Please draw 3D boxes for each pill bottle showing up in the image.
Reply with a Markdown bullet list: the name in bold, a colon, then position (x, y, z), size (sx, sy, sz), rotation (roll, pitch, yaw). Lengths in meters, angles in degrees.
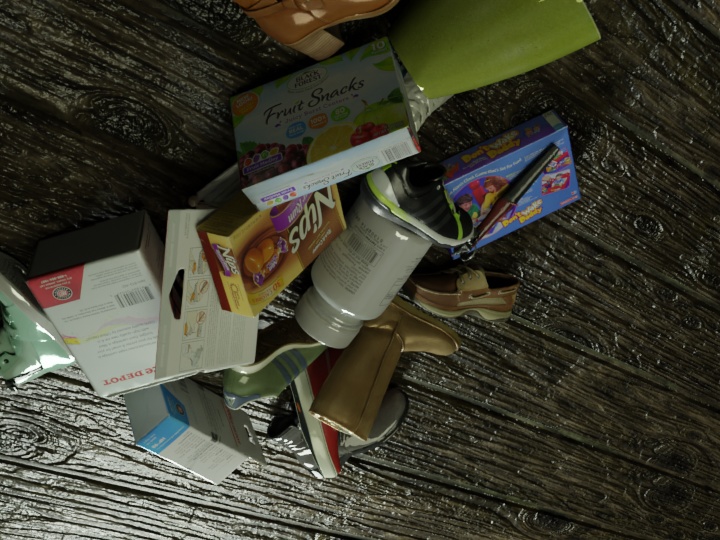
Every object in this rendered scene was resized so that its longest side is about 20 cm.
- **pill bottle**: position (0.000, 0.000, 1.459), size (0.114, 0.115, 0.200), rotation (18, 118, -35)

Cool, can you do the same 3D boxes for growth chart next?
- **growth chart**: position (-0.128, -0.064, 1.408), size (0.144, 0.018, 0.200), rotation (-31, 134, -5)

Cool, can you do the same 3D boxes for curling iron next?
- **curling iron**: position (0.194, -0.086, 1.465), size (0.026, 0.050, 0.200), rotation (42, 96, -9)

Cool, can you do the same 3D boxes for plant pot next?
- **plant pot**: position (0.137, -0.287, 1.254), size (0.200, 0.188, 0.187), rotation (-31, 134, 14)

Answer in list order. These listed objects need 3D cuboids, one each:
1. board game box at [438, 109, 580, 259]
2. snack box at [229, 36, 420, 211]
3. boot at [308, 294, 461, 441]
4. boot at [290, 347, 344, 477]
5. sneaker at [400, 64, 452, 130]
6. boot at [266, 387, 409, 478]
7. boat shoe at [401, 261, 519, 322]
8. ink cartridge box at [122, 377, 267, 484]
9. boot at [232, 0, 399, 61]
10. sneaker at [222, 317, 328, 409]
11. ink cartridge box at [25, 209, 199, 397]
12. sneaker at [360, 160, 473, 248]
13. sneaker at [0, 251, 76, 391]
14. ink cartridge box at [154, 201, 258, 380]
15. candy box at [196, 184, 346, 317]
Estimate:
- **board game box**: position (0.192, -0.115, 1.501), size (0.199, 0.045, 0.135), rotation (-25, 134, -4)
- **snack box**: position (-0.043, -0.165, 1.250), size (0.199, 0.143, 0.053), rotation (-19, 143, 11)
- **boot**: position (0.036, 0.146, 1.555), size (0.175, 0.066, 0.201), rotation (31, 72, -21)
- **boot**: position (-0.020, 0.191, 1.598), size (0.144, 0.072, 0.201), rotation (-16, 102, -16)
- **sneaker**: position (0.051, -0.191, 1.348), size (0.200, 0.081, 0.077), rotation (-36, 132, 5)
- **boot**: position (-0.031, 0.222, 1.666), size (0.200, 0.070, 0.132), rotation (-38, 127, 1)
- **boat shoe**: position (0.147, 0.021, 1.582), size (0.199, 0.076, 0.074), rotation (8, 119, -40)
- **ink cartridge box**: position (-0.228, 0.217, 1.532), size (0.067, 0.116, 0.200), rotation (-41, 132, 11)
- **boot**: position (-0.040, -0.329, 1.197), size (0.200, 0.077, 0.155), rotation (-37, 140, 25)
- **sneaker**: position (-0.116, 0.128, 1.503), size (0.200, 0.067, 0.090), rotation (-19, 132, -51)
- **ink cartridge box**: position (-0.290, 0.044, 1.347), size (0.145, 0.083, 0.200), rotation (-15, 128, 8)
- **sneaker**: position (0.089, -0.090, 1.379), size (0.200, 0.072, 0.083), rotation (18, 126, -44)
- **sneaker**: position (-0.430, 0.068, 1.344), size (0.118, 0.074, 0.201), rotation (-27, 132, 2)
- **ink cartridge box**: position (-0.185, 0.020, 1.309), size (0.173, 0.043, 0.201), rotation (-5, 104, -53)
- **candy box**: position (-0.101, -0.050, 1.323), size (0.200, 0.056, 0.117), rotation (-44, 134, -39)
